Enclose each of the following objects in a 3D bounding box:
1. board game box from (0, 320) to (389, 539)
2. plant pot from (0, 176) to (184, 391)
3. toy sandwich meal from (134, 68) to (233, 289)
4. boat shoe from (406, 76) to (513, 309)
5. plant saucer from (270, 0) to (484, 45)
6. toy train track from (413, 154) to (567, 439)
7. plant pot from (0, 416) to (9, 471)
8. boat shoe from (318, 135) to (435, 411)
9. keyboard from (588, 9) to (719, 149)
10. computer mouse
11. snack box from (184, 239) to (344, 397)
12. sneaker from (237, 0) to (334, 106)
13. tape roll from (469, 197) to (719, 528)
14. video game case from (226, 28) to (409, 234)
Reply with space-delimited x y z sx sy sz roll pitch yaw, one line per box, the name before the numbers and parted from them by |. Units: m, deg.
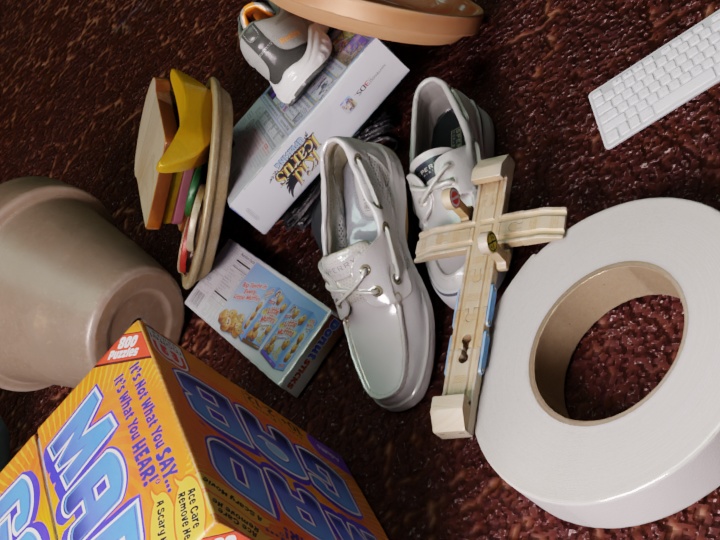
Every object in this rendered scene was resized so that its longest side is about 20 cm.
board game box | -0.107 0.199 0.721 0.200 0.199 0.200 -47 35 6
plant pot | -0.258 0.031 1.078 0.173 0.200 0.202 19 74 35
toy sandwich meal | -0.160 -0.084 1.046 0.205 0.069 0.208 -173 90 -76
boat shoe | 0.066 -0.063 0.870 0.072 0.066 0.202 -25 44 32
plant saucer | 0.004 -0.225 0.992 0.200 0.198 0.033 45 127 55
toy train track | 0.069 0.007 0.761 0.114 0.032 0.202 -10 56 35
plant pot | -0.404 0.229 1.054 0.200 0.200 0.162 -38 49 19
boat shoe | 0.000 0.000 0.842 0.070 0.069 0.202 -23 67 33
keyboard | 0.242 -0.152 0.794 0.199 0.011 0.057 -33 39 27
computer mouse | -0.009 -0.051 0.958 0.138 0.053 0.201 -44 36 11
snack box | -0.084 0.034 0.993 0.072 0.024 0.200 -54 35 -3
sneaker | -0.069 -0.217 1.051 0.074 0.079 0.201 -45 20 17
tape roll | 0.153 0.050 0.698 0.202 0.037 0.204 -29 42 30
video game case | -0.051 -0.136 1.049 0.182 0.045 0.200 -49 20 6
